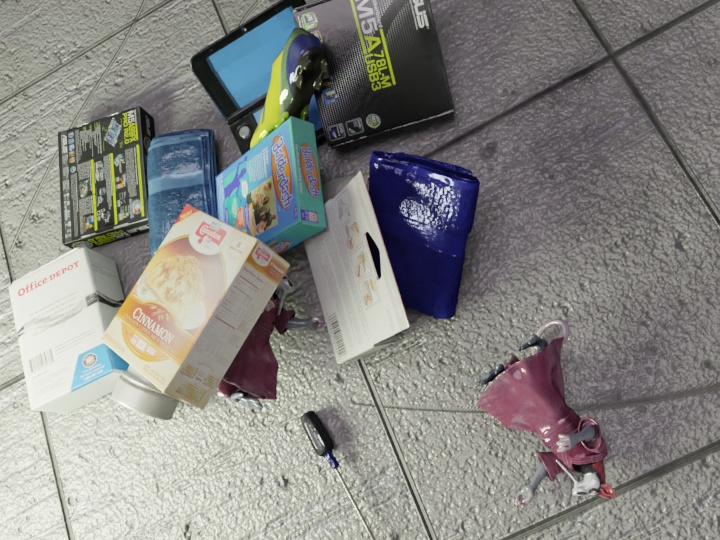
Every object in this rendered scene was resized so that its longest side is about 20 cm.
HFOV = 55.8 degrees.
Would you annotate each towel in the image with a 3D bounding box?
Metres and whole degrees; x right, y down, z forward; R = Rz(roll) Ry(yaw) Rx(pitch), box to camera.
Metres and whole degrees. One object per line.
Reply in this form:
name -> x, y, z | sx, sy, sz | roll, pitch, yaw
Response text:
towel -> -0.272, -0.117, 1.040 | 0.109, 0.049, 0.204 | -7, 74, 1
towel -> 0.074, -0.047, 0.880 | 0.146, 0.049, 0.203 | 20, 122, 24

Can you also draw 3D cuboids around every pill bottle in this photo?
pill bottle -> -0.265, 0.097, 0.954 | 0.113, 0.114, 0.203 | 20, 82, 20

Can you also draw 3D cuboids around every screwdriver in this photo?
screwdriver -> -0.021, 0.271, 0.886 | 0.029, 0.028, 0.201 | -27, 69, -24

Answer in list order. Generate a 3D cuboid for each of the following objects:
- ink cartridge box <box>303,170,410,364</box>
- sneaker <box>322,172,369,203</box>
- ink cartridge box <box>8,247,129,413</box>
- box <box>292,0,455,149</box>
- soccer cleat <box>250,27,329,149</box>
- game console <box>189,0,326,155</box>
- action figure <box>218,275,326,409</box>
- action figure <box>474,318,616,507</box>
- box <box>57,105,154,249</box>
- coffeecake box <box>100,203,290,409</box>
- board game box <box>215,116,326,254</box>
ink cartridge box -> 0.000, 0.000, 0.876 | 0.176, 0.044, 0.203 | -33, 70, 52
sneaker -> 0.020, -0.109, 0.947 | 0.196, 0.081, 0.078 | -6, 75, 16
ink cartridge box -> -0.426, 0.090, 1.019 | 0.143, 0.084, 0.203 | -24, 70, 9
box -> 0.021, -0.296, 0.966 | 0.190, 0.048, 0.204 | -13, 101, 11
soccer cleat -> -0.107, -0.247, 0.965 | 0.201, 0.064, 0.084 | -55, 53, 36
game console -> -0.125, -0.270, 1.012 | 0.198, 0.118, 0.173 | -29, 69, 7
action figure -> -0.144, 0.080, 0.921 | 0.147, 0.134, 0.203 | -4, 56, 33
action figure -> 0.234, 0.186, 0.815 | 0.148, 0.134, 0.201 | -32, 78, -40
box -> -0.407, -0.147, 1.100 | 0.157, 0.044, 0.204 | -14, 72, 11
coffeecake box -> -0.203, 0.039, 0.833 | 0.152, 0.073, 0.202 | 24, 79, 39
board game box -> -0.132, -0.099, 0.955 | 0.199, 0.044, 0.155 | -24, 66, 44
